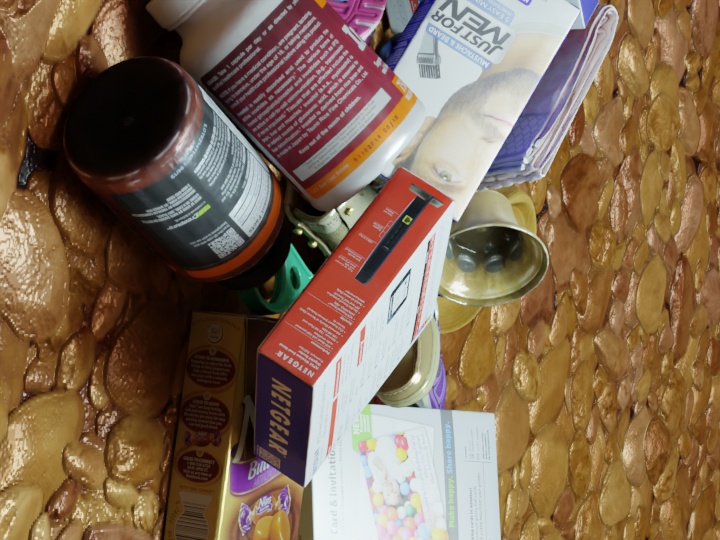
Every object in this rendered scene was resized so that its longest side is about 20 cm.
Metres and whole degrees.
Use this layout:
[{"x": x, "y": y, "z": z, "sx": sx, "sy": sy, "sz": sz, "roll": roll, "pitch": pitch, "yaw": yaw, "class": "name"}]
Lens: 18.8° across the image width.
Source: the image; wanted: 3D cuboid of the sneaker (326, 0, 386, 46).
[{"x": -0.036, "y": -0.164, "z": 1.730, "sx": 0.088, "sy": 0.081, "sz": 0.200, "roll": 113, "pitch": -5, "yaw": -62, "class": "sneaker"}]

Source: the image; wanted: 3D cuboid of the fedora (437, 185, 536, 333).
[{"x": 0.108, "y": -0.032, "z": 1.995, "sx": 0.201, "sy": 0.082, "sz": 0.201, "roll": -15, "pitch": 108, "yaw": -58, "class": "fedora"}]

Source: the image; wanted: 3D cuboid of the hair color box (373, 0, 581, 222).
[{"x": 0.076, "y": -0.150, "z": 1.735, "sx": 0.109, "sy": 0.065, "sz": 0.200, "roll": 31, "pitch": 86, "yaw": -12, "class": "hair color box"}]

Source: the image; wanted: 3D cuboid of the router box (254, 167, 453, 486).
[{"x": -0.007, "y": 0.045, "z": 1.608, "sx": 0.180, "sy": 0.049, "sz": 0.200, "roll": -52, "pitch": 167, "yaw": -24, "class": "router box"}]

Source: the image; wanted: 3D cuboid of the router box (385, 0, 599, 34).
[{"x": 0.094, "y": -0.296, "z": 1.823, "sx": 0.049, "sy": 0.179, "sz": 0.200, "roll": -59, "pitch": 143, "yaw": -48, "class": "router box"}]

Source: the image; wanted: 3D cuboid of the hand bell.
[{"x": 0.100, "y": -0.077, "z": 1.905, "sx": 0.104, "sy": 0.104, "sz": 0.200, "roll": 60, "pitch": 19, "yaw": -46, "class": "hand bell"}]

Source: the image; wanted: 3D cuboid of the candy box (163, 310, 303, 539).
[{"x": -0.092, "y": 0.135, "z": 1.707, "sx": 0.117, "sy": 0.056, "sz": 0.200, "roll": 9, "pitch": 86, "yaw": -59, "class": "candy box"}]

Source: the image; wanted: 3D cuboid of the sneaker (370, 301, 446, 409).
[{"x": 0.039, "y": 0.074, "z": 1.927, "sx": 0.083, "sy": 0.081, "sz": 0.200, "roll": -63, "pitch": 155, "yaw": -56, "class": "sneaker"}]

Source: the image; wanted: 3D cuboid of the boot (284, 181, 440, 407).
[{"x": 0.000, "y": 0.000, "z": 1.781, "sx": 0.155, "sy": 0.073, "sz": 0.200, "roll": 45, "pitch": 33, "yaw": -53, "class": "boot"}]

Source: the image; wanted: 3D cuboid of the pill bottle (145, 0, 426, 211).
[{"x": -0.057, "y": -0.149, "z": 1.586, "sx": 0.200, "sy": 0.113, "sz": 0.113, "roll": 46, "pitch": 48, "yaw": -11, "class": "pill bottle"}]

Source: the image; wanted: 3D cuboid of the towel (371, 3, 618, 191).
[{"x": 0.113, "y": -0.142, "z": 1.881, "sx": 0.032, "sy": 0.200, "sz": 0.191, "roll": 47, "pitch": 54, "yaw": -28, "class": "towel"}]

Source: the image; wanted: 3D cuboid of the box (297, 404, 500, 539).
[{"x": 0.029, "y": 0.192, "z": 1.836, "sx": 0.200, "sy": 0.041, "sz": 0.156, "roll": 7, "pitch": 75, "yaw": -35, "class": "box"}]

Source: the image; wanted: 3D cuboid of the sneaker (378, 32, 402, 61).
[{"x": 0.037, "y": -0.128, "z": 1.843, "sx": 0.078, "sy": 0.075, "sz": 0.200, "roll": 46, "pitch": 25, "yaw": -29, "class": "sneaker"}]

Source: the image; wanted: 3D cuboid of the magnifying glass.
[{"x": -0.053, "y": 0.009, "z": 1.773, "sx": 0.200, "sy": 0.022, "sz": 0.080, "roll": 31, "pitch": 53, "yaw": -63, "class": "magnifying glass"}]

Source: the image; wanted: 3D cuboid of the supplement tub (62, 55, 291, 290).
[{"x": -0.123, "y": -0.061, "z": 1.566, "sx": 0.200, "sy": 0.107, "sz": 0.107, "roll": 50, "pitch": 53, "yaw": -53, "class": "supplement tub"}]
